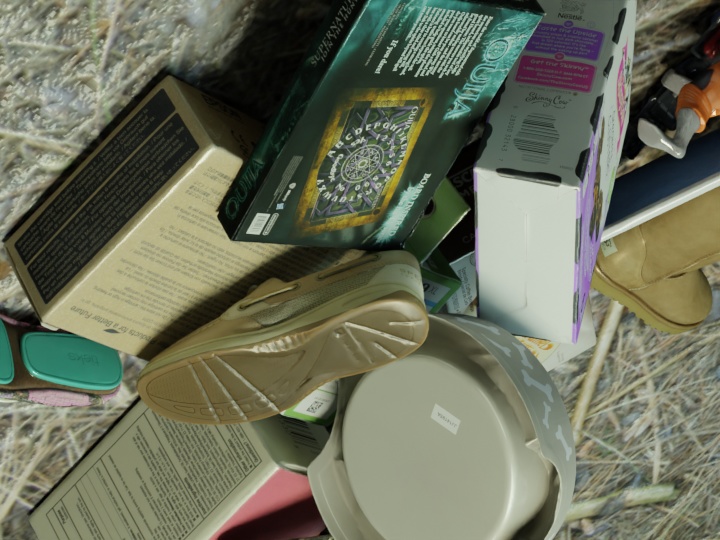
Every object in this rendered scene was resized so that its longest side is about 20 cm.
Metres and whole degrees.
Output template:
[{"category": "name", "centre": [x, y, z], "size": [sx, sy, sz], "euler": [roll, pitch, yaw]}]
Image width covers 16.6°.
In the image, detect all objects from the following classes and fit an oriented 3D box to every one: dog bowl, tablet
[{"category": "dog bowl", "centre": [0.055, 0.120, 1.627], "size": [0.059, 0.200, 0.200], "euler": [-17, 146, -50]}, {"category": "tablet", "centre": [0.249, -0.077, 1.775], "size": [0.199, 0.014, 0.130], "euler": [-26, -167, 11]}]

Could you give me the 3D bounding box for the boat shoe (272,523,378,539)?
[{"category": "boat shoe", "centre": [0.001, 0.195, 1.709], "size": [0.199, 0.064, 0.071], "euler": [-9, 170, -13]}]

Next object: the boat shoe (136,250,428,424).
[{"category": "boat shoe", "centre": [-0.051, 0.041, 1.593], "size": [0.199, 0.065, 0.072], "euler": [-21, 132, 15]}]

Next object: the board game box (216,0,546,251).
[{"category": "board game box", "centre": [0.012, -0.095, 1.510], "size": [0.135, 0.028, 0.200], "euler": [4, 130, -38]}]

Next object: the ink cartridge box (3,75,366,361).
[{"category": "ink cartridge box", "centre": [-0.105, -0.020, 1.602], "size": [0.165, 0.075, 0.200], "euler": [-43, 146, 15]}]

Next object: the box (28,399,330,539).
[{"category": "box", "centre": [-0.120, 0.169, 1.776], "size": [0.200, 0.128, 0.109], "euler": [-46, 145, 18]}]

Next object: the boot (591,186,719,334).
[{"category": "boot", "centre": [0.285, -0.025, 1.878], "size": [0.199, 0.066, 0.175], "euler": [-27, 153, 31]}]

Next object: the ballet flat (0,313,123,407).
[{"category": "ballet flat", "centre": [-0.241, 0.060, 1.603], "size": [0.071, 0.069, 0.200], "euler": [-29, 152, 29]}]

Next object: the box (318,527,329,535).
[{"category": "box", "centre": [-0.003, 0.227, 1.865], "size": [0.196, 0.200, 0.124], "euler": [-42, 104, 12]}]

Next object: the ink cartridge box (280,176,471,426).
[{"category": "ink cartridge box", "centre": [0.000, 0.000, 1.691], "size": [0.200, 0.104, 0.059], "euler": [-48, 145, 19]}]

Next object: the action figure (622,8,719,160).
[{"category": "action figure", "centre": [0.265, -0.122, 1.754], "size": [0.200, 0.105, 0.193], "euler": [-51, 172, 30]}]

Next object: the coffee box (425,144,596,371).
[{"category": "coffee box", "centre": [0.098, 0.001, 1.799], "size": [0.114, 0.080, 0.200], "euler": [-29, 146, -10]}]

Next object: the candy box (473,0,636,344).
[{"category": "candy box", "centre": [0.129, -0.083, 1.621], "size": [0.071, 0.201, 0.168], "euler": [10, 145, 11]}]
